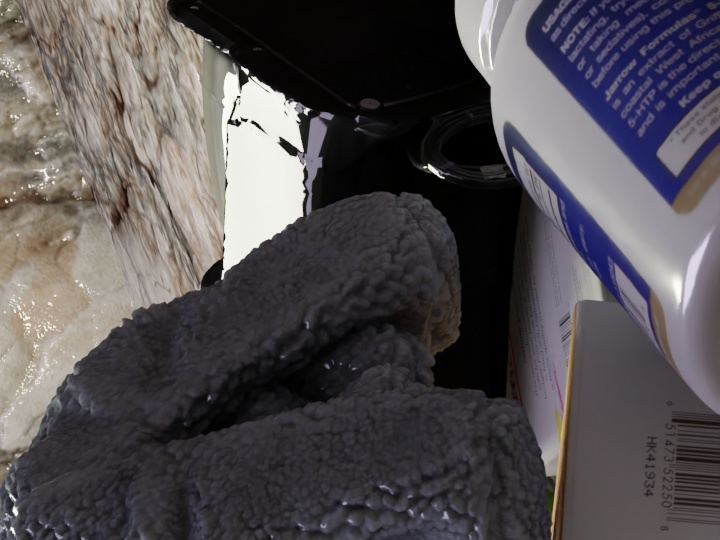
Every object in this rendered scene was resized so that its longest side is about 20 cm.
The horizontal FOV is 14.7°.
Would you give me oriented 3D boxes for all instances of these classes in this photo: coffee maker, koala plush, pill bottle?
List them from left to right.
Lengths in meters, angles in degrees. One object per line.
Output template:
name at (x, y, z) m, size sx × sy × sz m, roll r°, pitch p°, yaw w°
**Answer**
koala plush at (-0.010, 0.113, 0.972) m, size 0.178 × 0.183 × 0.200 m, roll -109°, pitch -7°, yaw -53°
coffee maker at (0.000, 0.000, 1.094) m, size 0.192 × 0.134 × 0.200 m, roll -114°, pitch 22°, yaw -55°
pill bottle at (0.111, -0.049, 0.901) m, size 0.200 × 0.119 × 0.120 m, roll -125°, pitch 17°, yaw -49°

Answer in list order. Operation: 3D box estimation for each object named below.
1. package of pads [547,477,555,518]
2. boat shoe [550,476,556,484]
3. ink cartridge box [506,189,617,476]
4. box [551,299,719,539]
package of pads at (0.057, 0.171, 1.311) m, size 0.200 × 0.154 × 0.068 m, roll 42°, pitch -167°, yaw -50°
boat shoe at (0.093, 0.057, 1.281) m, size 0.075 × 0.065 × 0.202 m, roll 71°, pitch 176°, yaw -50°
ink cartridge box at (0.100, 0.014, 1.117) m, size 0.200 × 0.068 × 0.115 m, roll 126°, pitch 137°, yaw -73°
box at (0.115, 0.112, 0.991) m, size 0.200 × 0.097 × 0.125 m, roll 87°, pitch -172°, yaw -62°
